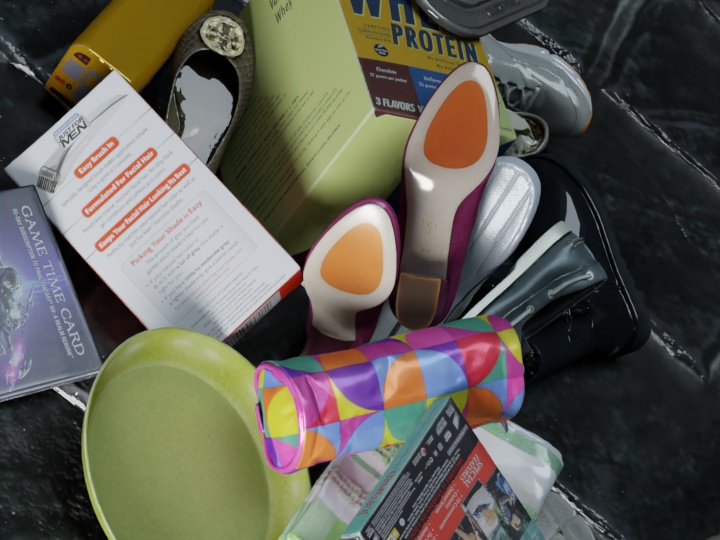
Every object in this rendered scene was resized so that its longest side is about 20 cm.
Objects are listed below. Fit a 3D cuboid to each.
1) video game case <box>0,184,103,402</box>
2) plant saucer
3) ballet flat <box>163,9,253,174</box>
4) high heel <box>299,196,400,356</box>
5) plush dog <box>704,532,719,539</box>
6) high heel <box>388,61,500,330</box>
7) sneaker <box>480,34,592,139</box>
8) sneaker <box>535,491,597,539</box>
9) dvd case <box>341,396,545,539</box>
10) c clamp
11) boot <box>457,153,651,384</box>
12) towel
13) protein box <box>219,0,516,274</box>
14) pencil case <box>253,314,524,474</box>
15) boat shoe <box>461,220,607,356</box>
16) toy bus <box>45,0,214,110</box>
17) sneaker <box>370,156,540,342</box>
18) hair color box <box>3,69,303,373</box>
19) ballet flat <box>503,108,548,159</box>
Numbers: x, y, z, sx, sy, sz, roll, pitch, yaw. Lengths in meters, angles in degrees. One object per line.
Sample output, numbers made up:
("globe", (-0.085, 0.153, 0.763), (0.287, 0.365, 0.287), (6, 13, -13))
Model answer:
("video game case", (-0.278, 0.024, 1.460), (0.199, 0.019, 0.144), (-14, 78, -43))
("plant saucer", (-0.115, 0.137, 1.470), (0.199, 0.031, 0.201), (24, 54, -38))
("ballet flat", (-0.125, -0.112, 1.652), (0.067, 0.046, 0.201), (22, 69, -8))
("high heel", (0.000, 0.000, 1.593), (0.067, 0.201, 0.096), (19, 45, 7))
("plush dog", (0.377, 0.257, 1.711), (0.200, 0.160, 0.173), (-31, 102, -47))
("high heel", (0.058, -0.055, 1.595), (0.067, 0.201, 0.096), (18, 5, 2))
("sneaker", (0.111, -0.172, 1.931), (0.199, 0.076, 0.092), (34, 34, 5))
("sneaker", (0.174, 0.257, 1.608), (0.082, 0.077, 0.201), (23, 35, -61))
("dvd case", (0.076, 0.206, 1.465), (0.200, 0.022, 0.146), (55, 44, -18))
("c clamp", (0.065, -0.256, 1.701), (0.200, 0.027, 0.171), (-20, 68, -50))
("boot", (0.139, -0.006, 1.797), (0.168, 0.076, 0.201), (-7, 65, -46))
("towel", (0.047, 0.159, 1.532), (0.149, 0.031, 0.200), (29, 44, 8))
("protein box", (-0.009, -0.128, 1.699), (0.134, 0.199, 0.201), (9, 48, -33))
("pencil case", (0.021, 0.085, 1.520), (0.199, 0.089, 0.089), (-9, 59, -30))
("boat shoe", (0.110, 0.050, 1.670), (0.062, 0.073, 0.200), (42, 75, 8))
("toy bus", (-0.174, -0.186, 1.717), (0.065, 0.078, 0.200), (37, 40, -4))
("sneaker", (0.072, -0.016, 1.665), (0.073, 0.200, 0.071), (41, 30, 3))
("hair color box", (-0.147, -0.032, 1.569), (0.111, 0.064, 0.200), (-42, 84, -6))
("ballet flat", (0.079, -0.117, 1.864), (0.199, 0.064, 0.068), (-1, 54, -38))
